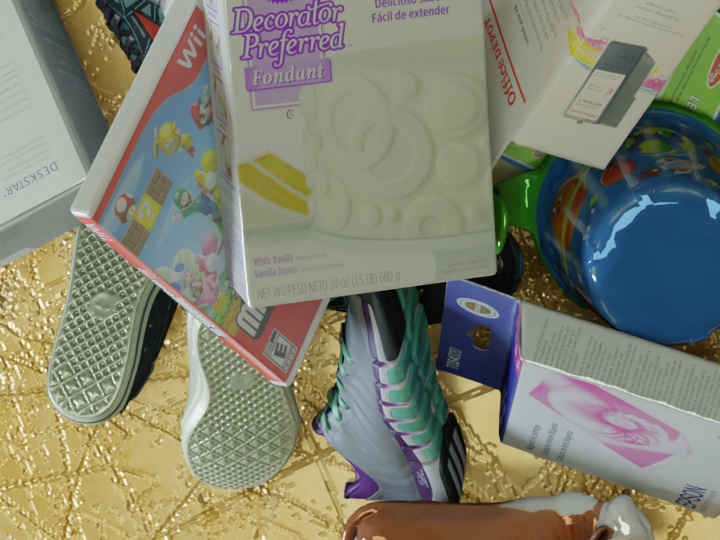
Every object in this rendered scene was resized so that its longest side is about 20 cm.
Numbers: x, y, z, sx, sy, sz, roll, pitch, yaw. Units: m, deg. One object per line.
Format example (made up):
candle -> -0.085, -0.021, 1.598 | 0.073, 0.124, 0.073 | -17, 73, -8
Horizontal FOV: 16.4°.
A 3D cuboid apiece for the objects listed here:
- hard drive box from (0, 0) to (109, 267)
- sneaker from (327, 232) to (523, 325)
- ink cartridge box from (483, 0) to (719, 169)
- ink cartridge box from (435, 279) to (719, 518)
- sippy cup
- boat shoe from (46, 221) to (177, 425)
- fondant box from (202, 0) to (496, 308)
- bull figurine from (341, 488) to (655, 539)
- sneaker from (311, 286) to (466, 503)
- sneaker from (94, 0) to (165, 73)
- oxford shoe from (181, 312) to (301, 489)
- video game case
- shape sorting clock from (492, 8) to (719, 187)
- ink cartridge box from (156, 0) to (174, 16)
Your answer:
hard drive box -> -0.253, -0.105, 1.545 | 0.156, 0.077, 0.201 | -26, 78, 12
sneaker -> 0.000, 0.000, 1.542 | 0.199, 0.082, 0.074 | 1, 96, 7
ink cartridge box -> 0.127, -0.142, 1.406 | 0.067, 0.117, 0.200 | 14, 129, -26
ink cartridge box -> 0.136, 0.079, 1.477 | 0.199, 0.196, 0.043 | 17, 73, 6
sippy cup -> 0.172, -0.020, 1.450 | 0.177, 0.130, 0.140 | -28, 106, 6
boat shoe -> -0.144, 0.001, 1.577 | 0.074, 0.062, 0.201 | 16, 85, 11
fondant box -> -0.006, -0.089, 1.367 | 0.144, 0.058, 0.201 | -8, 106, -13
bull figurine -> 0.084, 0.186, 1.542 | 0.199, 0.065, 0.122 | 5, 113, -6
sneaker -> 0.002, 0.073, 1.525 | 0.087, 0.075, 0.200 | -5, 127, 17
sneaker -> -0.124, -0.148, 1.543 | 0.200, 0.079, 0.096 | 26, 103, 5
oxford shoe -> -0.075, 0.065, 1.541 | 0.075, 0.058, 0.200 | -4, 139, -4
video game case -> -0.070, -0.043, 1.415 | 0.017, 0.200, 0.143 | 8, 66, 40
shape sorting clock -> 0.157, -0.112, 1.515 | 0.199, 0.039, 0.201 | 0, 104, 2
ink cartridge box -> -0.070, -0.184, 1.445 | 0.067, 0.116, 0.200 | -20, 72, -31
